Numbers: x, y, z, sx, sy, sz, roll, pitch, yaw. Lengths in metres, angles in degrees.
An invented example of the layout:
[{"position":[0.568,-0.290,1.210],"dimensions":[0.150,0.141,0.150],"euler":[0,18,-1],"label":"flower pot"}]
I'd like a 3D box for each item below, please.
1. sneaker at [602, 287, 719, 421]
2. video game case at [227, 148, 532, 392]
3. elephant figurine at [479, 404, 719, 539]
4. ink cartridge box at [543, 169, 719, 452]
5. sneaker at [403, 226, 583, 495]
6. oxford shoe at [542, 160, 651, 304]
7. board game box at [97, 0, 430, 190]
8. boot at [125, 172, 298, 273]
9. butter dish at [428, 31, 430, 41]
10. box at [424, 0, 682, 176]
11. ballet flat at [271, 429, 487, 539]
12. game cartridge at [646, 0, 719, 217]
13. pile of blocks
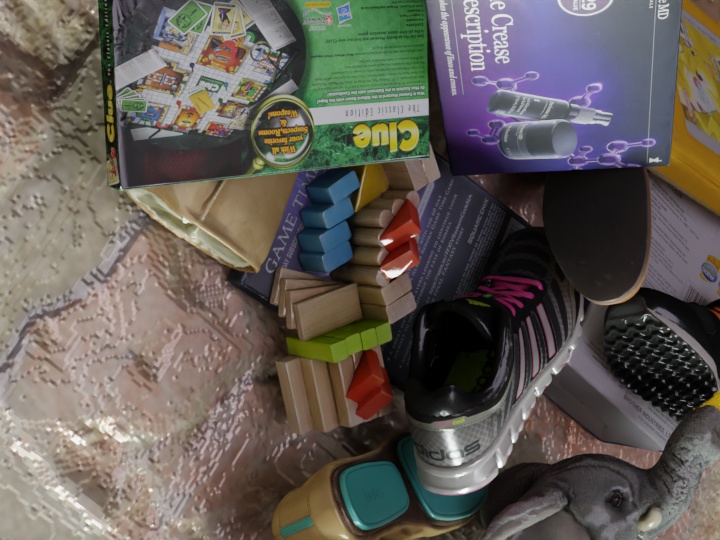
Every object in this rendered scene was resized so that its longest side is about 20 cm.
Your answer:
[{"position":[0.229,0.048,1.032],"dimensions":[0.200,0.070,0.091],"euler":[37,56,-35],"label":"sneaker"},{"position":[0.019,-0.012,0.976],"dimensions":[0.199,0.019,0.144],"euler":[33,73,-34],"label":"video game case"},{"position":[0.130,0.178,0.994],"dimensions":[0.154,0.141,0.203],"euler":[3,93,-35],"label":"elephant figurine"},{"position":[0.195,0.007,1.081],"dimensions":[0.136,0.076,0.201],"euler":[39,71,-34],"label":"ink cartridge box"},{"position":[0.081,0.036,0.946],"dimensions":[0.201,0.073,0.088],"euler":[-59,143,-33],"label":"sneaker"},{"position":[0.156,-0.055,1.003],"dimensions":[0.071,0.071,0.202],"euler":[49,28,-46],"label":"oxford shoe"},{"position":[-0.047,-0.105,0.839],"dimensions":[0.198,0.023,0.106],"euler":[-8,100,-34],"label":"board game box"},{"position":[-0.076,-0.126,0.862],"dimensions":[0.175,0.066,0.201],"euler":[34,76,-29],"label":"boot"},{"position":[0.118,-0.252,0.954],"dimensions":[0.199,0.147,0.202],"euler":[-15,104,-37],"label":"butter dish"},{"position":[0.111,-0.140,0.889],"dimensions":[0.201,0.139,0.080],"euler":[73,14,-60],"label":"box"},{"position":[0.011,0.138,0.950],"dimensions":[0.199,0.063,0.069],"euler":[7,58,-60],"label":"ballet flat"},{"position":[0.251,-0.114,1.091],"dimensions":[0.199,0.032,0.178],"euler":[24,47,-38],"label":"game cartridge"},{"position":[0.000,0.000,0.911],"dimensions":[0.081,0.062,0.202],"euler":[10,86,-39],"label":"pile of blocks"}]
